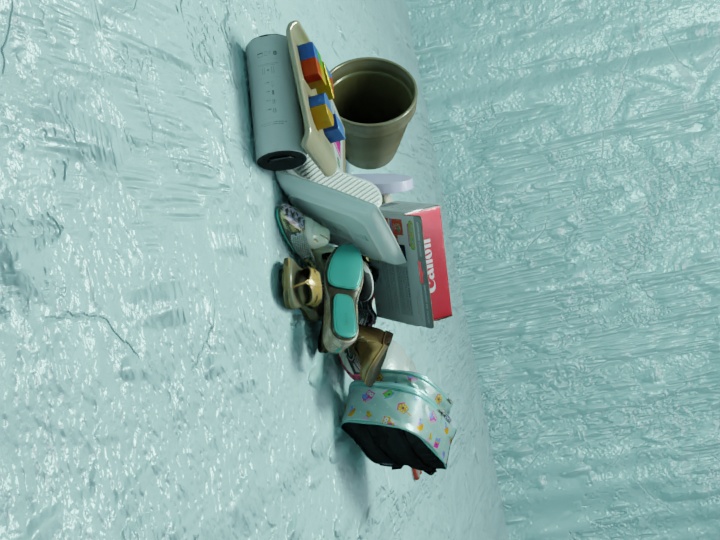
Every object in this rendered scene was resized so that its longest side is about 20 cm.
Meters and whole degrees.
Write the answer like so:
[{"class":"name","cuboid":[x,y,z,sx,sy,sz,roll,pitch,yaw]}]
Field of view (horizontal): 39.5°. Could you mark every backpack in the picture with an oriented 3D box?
[{"class":"backpack","cuboid":[0.063,0.256,1.745,0.200,0.174,0.155,41,58,-53]}]

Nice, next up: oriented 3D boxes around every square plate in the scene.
[{"class":"square plate","cuboid":[-0.034,-0.080,1.655,0.029,0.197,0.200,-60,152,-16]}]

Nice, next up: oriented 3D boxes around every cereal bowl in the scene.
[{"class":"cereal bowl","cuboid":[0.071,0.232,2.037,0.200,0.082,0.202,-12,90,-77]}]

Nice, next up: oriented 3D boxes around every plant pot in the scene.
[{"class":"plant pot","cuboid":[0.017,-0.311,2.083,0.174,0.198,0.201,91,-2,-53]}]

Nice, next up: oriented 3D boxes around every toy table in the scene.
[{"class":"toy table","cuboid":[0.022,-0.118,1.910,0.199,0.182,0.118,13,-68,57]}]

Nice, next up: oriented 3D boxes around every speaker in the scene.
[{"class":"speaker","cuboid":[-0.131,-0.259,1.557,0.081,0.080,0.202,44,36,-69]}]

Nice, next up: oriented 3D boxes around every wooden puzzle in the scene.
[{"class":"wooden puzzle","cuboid":[-0.064,-0.269,1.582,0.185,0.046,0.202,47,35,-74]}]

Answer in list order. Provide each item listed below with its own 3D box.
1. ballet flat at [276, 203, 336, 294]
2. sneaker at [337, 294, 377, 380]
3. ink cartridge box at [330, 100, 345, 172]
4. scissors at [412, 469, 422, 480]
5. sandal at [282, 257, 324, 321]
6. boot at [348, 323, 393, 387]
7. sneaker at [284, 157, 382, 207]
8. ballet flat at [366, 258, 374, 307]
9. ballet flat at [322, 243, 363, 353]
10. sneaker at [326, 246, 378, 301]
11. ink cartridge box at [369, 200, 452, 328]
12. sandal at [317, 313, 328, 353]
[{"class":"ballet flat","cuboid":[-0.075,-0.039,1.648,0.072,0.071,0.201,-89,162,-44]},{"class":"sneaker","cuboid":[-0.006,0.104,1.818,0.081,0.074,0.202,61,23,-56]},{"class":"ink cartridge box","cuboid":[-0.086,-0.250,1.766,0.201,0.074,0.166,64,18,-51]},{"class":"scissors","cuboid":[0.108,0.376,2.245,0.073,0.014,0.202,-61,137,-67]},{"class":"sandal","cuboid":[-0.082,0.030,1.586,0.200,0.053,0.081,49,33,-68]},{"class":"boot","cuboid":[0.007,0.138,1.689,0.200,0.075,0.074,-69,-175,-77]},{"class":"sneaker","cuboid":[-0.064,-0.139,1.712,0.199,0.079,0.079,27,52,-26]},{"class":"ballet flat","cuboid":[0.002,0.025,1.946,0.076,0.063,0.202,46,36,-66]},{"class":"ballet flat","cuboid":[-0.036,0.047,1.602,0.067,0.067,0.201,119,-17,-46]},{"class":"sneaker","cuboid":[0.000,0.000,1.742,0.200,0.082,0.072,-136,-123,-63]},{"class":"ink cartridge box","cuboid":[0.094,-0.012,1.751,0.175,0.083,0.202,12,-67,56]},{"class":"sandal","cuboid":[-0.035,0.082,1.705,0.200,0.054,0.083,-67,169,-75]}]
